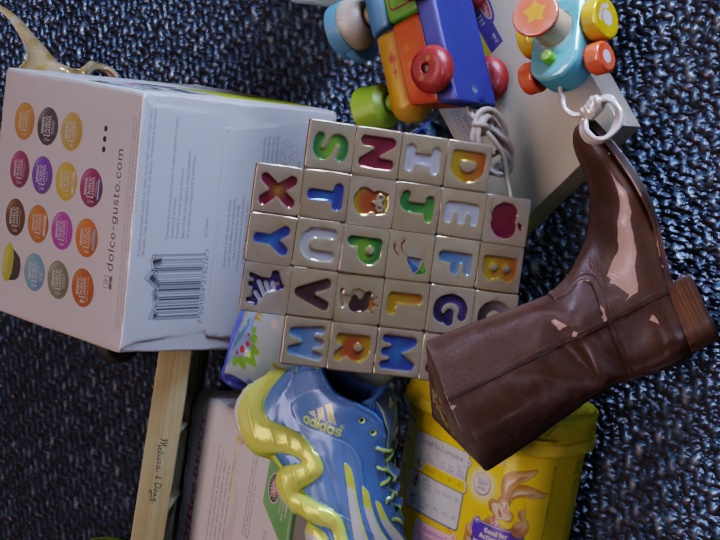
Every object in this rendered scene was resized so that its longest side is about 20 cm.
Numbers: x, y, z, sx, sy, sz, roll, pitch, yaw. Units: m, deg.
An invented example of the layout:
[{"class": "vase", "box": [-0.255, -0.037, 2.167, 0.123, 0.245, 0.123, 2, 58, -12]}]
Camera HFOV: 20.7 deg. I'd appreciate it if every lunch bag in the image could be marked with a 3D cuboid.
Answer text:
[{"class": "lunch bag", "box": [0.000, 0.000, 1.473, 0.170, 0.127, 0.201, -42, 23, 38]}]

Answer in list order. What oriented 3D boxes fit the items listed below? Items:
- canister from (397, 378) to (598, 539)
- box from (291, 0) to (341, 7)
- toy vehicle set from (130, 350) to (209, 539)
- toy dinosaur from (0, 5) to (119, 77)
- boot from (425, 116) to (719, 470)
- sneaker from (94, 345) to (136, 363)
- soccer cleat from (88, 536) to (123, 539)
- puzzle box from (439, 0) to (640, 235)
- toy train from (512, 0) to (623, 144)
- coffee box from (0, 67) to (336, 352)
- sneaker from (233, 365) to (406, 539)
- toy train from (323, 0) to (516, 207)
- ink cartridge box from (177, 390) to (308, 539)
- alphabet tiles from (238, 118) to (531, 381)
[{"class": "canister", "box": [0.087, 0.179, 1.424, 0.148, 0.086, 0.201, 22, 108, 44]}, {"class": "box", "box": [-0.010, -0.308, 1.524, 0.068, 0.082, 0.201, 40, 119, 39]}, {"class": "toy vehicle set", "box": [-0.157, 0.152, 1.621, 0.026, 0.124, 0.201, 9, 97, 3]}, {"class": "toy dinosaur", "box": [-0.277, -0.173, 1.789, 0.058, 0.101, 0.201, -36, 65, 41]}, {"class": "boot", "box": [0.115, 0.015, 1.328, 0.199, 0.064, 0.187, -28, 75, 7]}, {"class": "sneaker", "box": [-0.245, -0.011, 1.792, 0.104, 0.060, 0.201, -11, 77, 45]}, {"class": "soccer cleat", "box": [-0.193, 0.275, 1.721, 0.199, 0.081, 0.068, 6, 95, 46]}, {"class": "puzzle box", "box": [0.111, -0.143, 1.436, 0.133, 0.025, 0.201, -45, 59, 37]}, {"class": "toy train", "box": [0.176, -0.191, 1.308, 0.200, 0.056, 0.150, -54, 41, 6]}, {"class": "coffee box", "box": [-0.164, -0.051, 1.602, 0.197, 0.199, 0.201, 15, 101, 46]}, {"class": "sneaker", "box": [-0.001, 0.145, 1.384, 0.105, 0.076, 0.200, -40, 88, 27]}, {"class": "toy train", "box": [0.042, -0.124, 1.422, 0.115, 0.084, 0.201, -21, 75, 37]}, {"class": "ink cartridge box", "box": [-0.066, 0.189, 1.551, 0.200, 0.087, 0.146, 22, 106, 59]}, {"class": "alphabet tiles", "box": [0.018, -0.012, 1.343, 0.006, 0.199, 0.168, -168, 85, -73]}]
